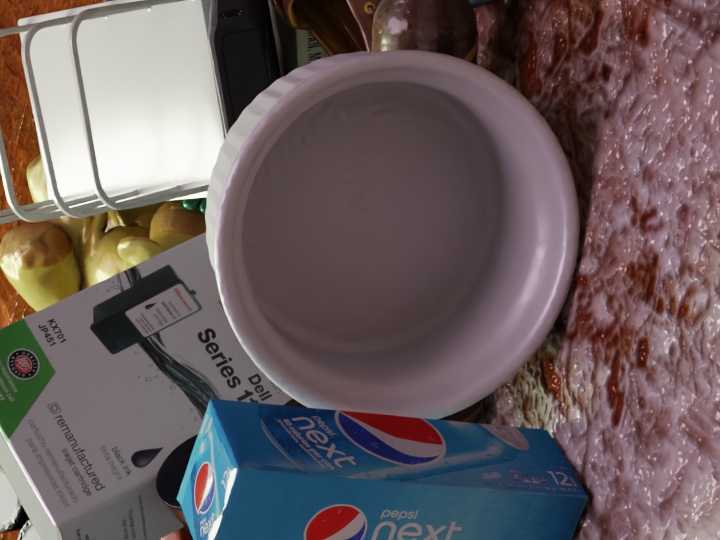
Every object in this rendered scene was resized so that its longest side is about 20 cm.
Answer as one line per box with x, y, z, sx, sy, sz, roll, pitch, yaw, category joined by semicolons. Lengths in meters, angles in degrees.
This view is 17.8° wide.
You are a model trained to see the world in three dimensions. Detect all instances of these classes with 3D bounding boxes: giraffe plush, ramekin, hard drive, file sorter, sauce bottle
-0.157;0.001;1.684;0.162;0.172;0.201;-8;77;51;giraffe plush
0.009;-0.025;1.248;0.098;0.199;0.202;-142;61;-71;ramekin
-0.069;-0.120;1.468;0.200;0.033;0.140;-95;-4;-68;hard drive
-0.196;-0.105;1.535;0.199;0.124;0.140;-3;99;45;file sorter
0.036;-0.115;1.321;0.065;0.064;0.201;-130;39;-59;sauce bottle

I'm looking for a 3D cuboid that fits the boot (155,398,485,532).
-0.011;0.120;1.354;0.075;0.199;0.097;-97;-15;-44;boot

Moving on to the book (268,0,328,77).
-0.049;-0.221;1.531;0.134;0.048;0.201;-112;15;-45;book

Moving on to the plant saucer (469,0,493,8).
0.084;-0.250;1.332;0.200;0.027;0.202;-175;90;-66;plant saucer

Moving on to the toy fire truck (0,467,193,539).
-0.127;0.124;1.501;0.176;0.128;0.201;45;116;26;toy fire truck

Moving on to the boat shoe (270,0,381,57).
-0.023;-0.183;1.390;0.200;0.067;0.072;51;149;10;boat shoe

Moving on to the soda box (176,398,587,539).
0.012;0.118;1.193;0.064;0.199;0.068;-120;43;-53;soda box

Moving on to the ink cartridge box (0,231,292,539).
-0.129;0.079;1.428;0.147;0.199;0.083;54;160;27;ink cartridge box

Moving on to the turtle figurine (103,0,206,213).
-0.116;-0.149;1.624;0.150;0.100;0.201;44;135;44;turtle figurine
